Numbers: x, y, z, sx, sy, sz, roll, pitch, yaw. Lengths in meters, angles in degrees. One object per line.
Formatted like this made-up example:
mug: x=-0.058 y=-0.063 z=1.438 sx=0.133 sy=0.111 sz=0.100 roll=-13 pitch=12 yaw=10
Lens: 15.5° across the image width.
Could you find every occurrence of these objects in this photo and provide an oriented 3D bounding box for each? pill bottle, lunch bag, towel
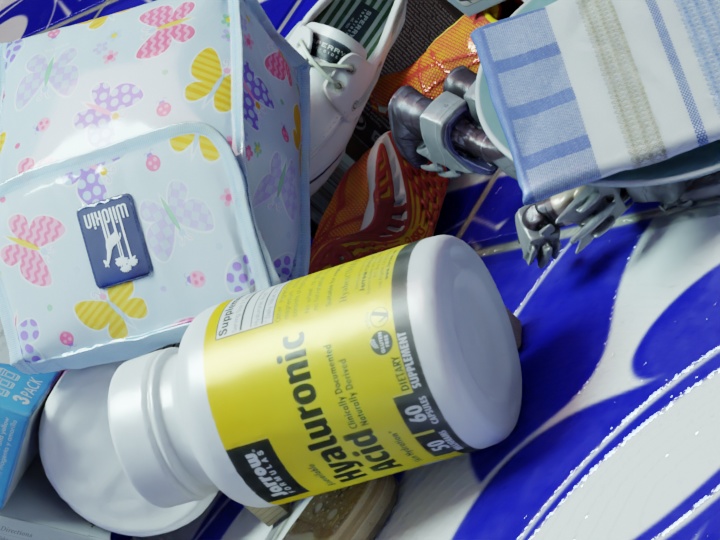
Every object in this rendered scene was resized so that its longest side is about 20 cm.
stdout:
pill bottle: x=-0.116 y=0.068 z=1.583 sx=0.112 sy=0.112 sz=0.200 roll=-39 pitch=9 yaw=20
pill bottle: x=-0.026 y=0.060 z=1.376 sx=0.199 sy=0.112 sz=0.112 roll=-18 pitch=32 yaw=23
lunch bag: x=-0.120 y=-0.047 z=1.493 sx=0.169 sy=0.127 sz=0.201 roll=-13 pitch=58 yaw=20
towel: x=0.164 y=-0.110 z=1.359 sx=0.199 sy=0.024 sz=0.147 roll=-19 pitch=42 yaw=4

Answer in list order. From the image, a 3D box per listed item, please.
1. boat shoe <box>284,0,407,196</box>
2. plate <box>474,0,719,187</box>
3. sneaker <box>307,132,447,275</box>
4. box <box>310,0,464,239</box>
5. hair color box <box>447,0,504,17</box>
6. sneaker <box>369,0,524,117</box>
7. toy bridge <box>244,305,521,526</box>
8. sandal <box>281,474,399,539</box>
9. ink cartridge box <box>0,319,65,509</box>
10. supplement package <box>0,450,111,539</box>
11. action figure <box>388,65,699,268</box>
boat shoe: x=-0.026 y=-0.124 z=1.607 sx=0.067 sy=0.073 sz=0.201 roll=114 pitch=180 yaw=-54
plate: x=0.159 y=-0.105 z=1.392 sx=0.199 sy=0.026 sz=0.201 roll=-11 pitch=42 yaw=10
sneaker: x=0.000 y=0.000 z=1.562 sx=0.077 sy=0.073 sz=0.200 roll=-47 pitch=9 yaw=38
box: x=0.006 y=-0.124 z=1.765 sx=0.100 sy=0.075 sz=0.201 roll=-28 pitch=30 yaw=42
hair color box: x=0.114 y=-0.224 z=1.496 sx=0.200 sy=0.061 sz=0.099 roll=-19 pitch=43 yaw=53
sneaker: x=0.078 y=-0.125 z=1.600 sx=0.200 sy=0.073 sz=0.078 roll=-10 pitch=79 yaw=51
toy bridge: x=-0.002 y=0.064 z=1.453 sx=0.200 sy=0.067 sz=0.027 roll=-38 pitch=23 yaw=26
sandal: x=-0.067 y=0.171 z=1.383 sx=0.212 sy=0.070 sz=0.078 roll=-54 pitch=22 yaw=-17
ink cartridge box: x=-0.277 y=0.053 z=1.540 sx=0.115 sy=0.199 sz=0.068 roll=-67 pitch=-3 yaw=-67
supplement package: x=-0.258 y=0.145 z=1.584 sx=0.156 sy=0.199 sz=0.111 roll=-101 pitch=29 yaw=-64
action figure: x=0.110 y=-0.065 z=1.443 sx=0.130 sy=0.070 sz=0.200 roll=-38 pitch=37 yaw=-25
